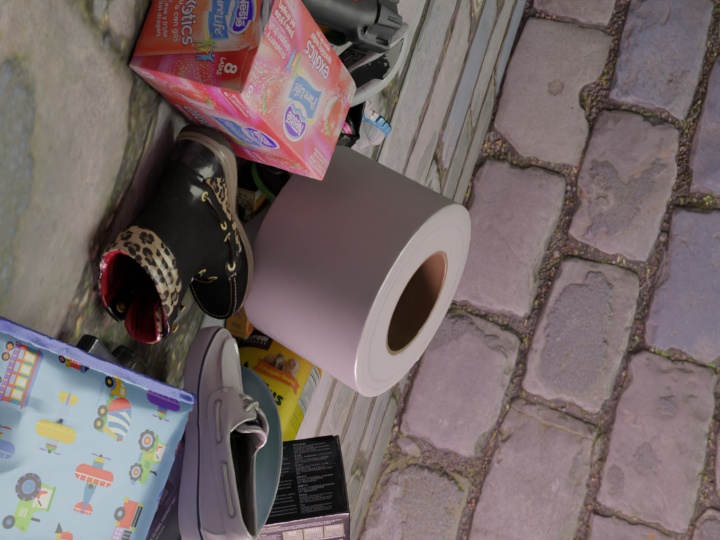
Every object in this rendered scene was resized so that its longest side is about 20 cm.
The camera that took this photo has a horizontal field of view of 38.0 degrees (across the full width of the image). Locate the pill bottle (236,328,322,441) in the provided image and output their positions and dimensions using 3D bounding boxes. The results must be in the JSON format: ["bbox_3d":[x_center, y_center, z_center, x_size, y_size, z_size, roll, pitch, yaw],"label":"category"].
[{"bbox_3d":[-0.110,0.138,1.194,0.110,0.107,0.202,91,19,-56],"label":"pill bottle"}]

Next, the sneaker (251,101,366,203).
[{"bbox_3d":[-0.049,-0.130,1.059,0.084,0.076,0.201,-43,-166,40],"label":"sneaker"}]

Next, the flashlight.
[{"bbox_3d":[-0.040,-0.245,0.889,0.198,0.068,0.068,2,127,-53],"label":"flashlight"}]

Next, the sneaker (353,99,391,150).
[{"bbox_3d":[-0.019,-0.177,1.328,0.088,0.074,0.200,-63,165,3],"label":"sneaker"}]

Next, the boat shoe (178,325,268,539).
[{"bbox_3d":[-0.108,0.137,0.879,0.074,0.064,0.203,51,31,-57],"label":"boat shoe"}]

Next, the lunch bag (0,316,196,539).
[{"bbox_3d":[-0.214,0.117,0.656,0.200,0.093,0.153,38,67,-57],"label":"lunch bag"}]

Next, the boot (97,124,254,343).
[{"bbox_3d":[-0.150,0.000,0.873,0.202,0.072,0.152,94,17,-45],"label":"boot"}]

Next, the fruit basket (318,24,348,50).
[{"bbox_3d":[-0.039,-0.283,0.963,0.199,0.093,0.188,-20,134,-66],"label":"fruit basket"}]

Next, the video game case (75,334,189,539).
[{"bbox_3d":[-0.196,0.167,0.808,0.144,0.019,0.201,-61,143,-30],"label":"video game case"}]

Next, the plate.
[{"bbox_3d":[-0.147,0.181,0.955,0.025,0.198,0.204,24,81,-42],"label":"plate"}]

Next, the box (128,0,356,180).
[{"bbox_3d":[-0.085,-0.156,0.836,0.200,0.101,0.096,42,66,-71],"label":"box"}]

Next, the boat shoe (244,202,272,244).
[{"bbox_3d":[-0.067,-0.037,1.086,0.200,0.071,0.066,-50,160,-47],"label":"boat shoe"}]

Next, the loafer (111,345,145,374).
[{"bbox_3d":[-0.191,0.152,0.894,0.073,0.071,0.203,-58,161,-50],"label":"loafer"}]

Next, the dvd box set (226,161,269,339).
[{"bbox_3d":[-0.104,-0.045,1.156,0.147,0.029,0.203,-61,164,-50],"label":"dvd box set"}]

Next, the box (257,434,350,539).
[{"bbox_3d":[-0.112,0.256,1.087,0.165,0.196,0.087,89,-8,-57],"label":"box"}]

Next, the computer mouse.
[{"bbox_3d":[-0.026,-0.166,1.002,0.199,0.044,0.110,-38,-155,-4],"label":"computer mouse"}]

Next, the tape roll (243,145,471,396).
[{"bbox_3d":[0.000,0.000,1.011,0.203,0.138,0.205,-46,151,-34],"label":"tape roll"}]
